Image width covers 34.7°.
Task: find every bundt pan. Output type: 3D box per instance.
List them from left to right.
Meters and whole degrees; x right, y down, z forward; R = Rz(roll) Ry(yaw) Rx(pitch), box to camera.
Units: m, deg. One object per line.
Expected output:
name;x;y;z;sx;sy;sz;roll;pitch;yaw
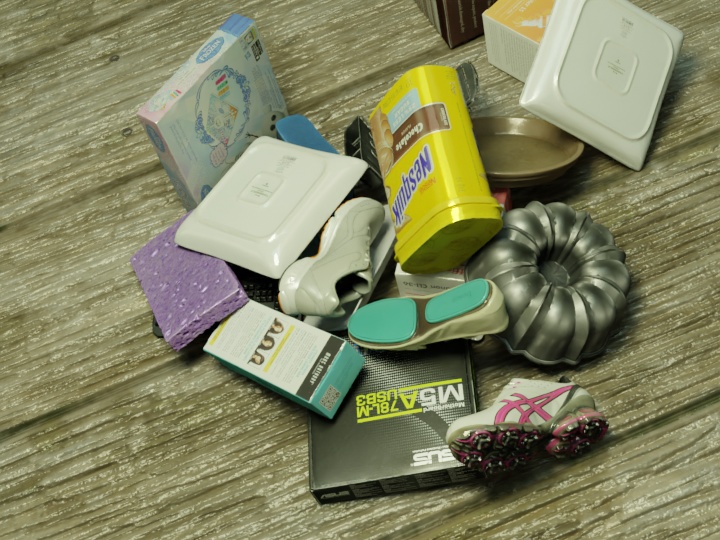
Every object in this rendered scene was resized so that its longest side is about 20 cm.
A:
bundt pan;0.225;0.004;1.335;0.200;0.076;0.203;6;60;-11

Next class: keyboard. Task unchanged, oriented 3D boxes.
keyboard;-0.171;0.029;1.474;0.198;0.040;0.105;-4;56;9

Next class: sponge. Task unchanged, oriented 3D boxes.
sponge;-0.221;0.009;1.463;0.111;0.030;0.200;-37;41;0

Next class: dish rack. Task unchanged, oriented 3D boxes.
dish rack;0.067;-0.202;1.504;0.200;0.055;0.154;-39;25;19

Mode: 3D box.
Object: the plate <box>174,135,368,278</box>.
plate;-0.119;-0.093;1.453;0.199;0.032;0.200;17;59;39

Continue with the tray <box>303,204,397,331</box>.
tray;0.000;0.000;1.442;0.107;0.022;0.201;-11;44;51

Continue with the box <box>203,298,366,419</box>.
box;-0.092;0.099;1.360;0.199;0.049;0.083;21;74;43

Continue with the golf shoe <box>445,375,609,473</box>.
golf shoe;0.169;0.162;1.253;0.199;0.073;0.092;-3;43;-31

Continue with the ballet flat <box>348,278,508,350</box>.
ballet flat;0.079;0.062;1.310;0.199;0.069;0.070;-13;50;33

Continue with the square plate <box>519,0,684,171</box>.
square plate;0.314;-0.256;1.456;0.028;0.199;0.199;2;69;66

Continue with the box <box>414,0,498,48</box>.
box;0.169;-0.464;1.662;0.199;0.165;0.166;-27;54;-7

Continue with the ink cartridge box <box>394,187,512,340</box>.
ink cartridge box;0.114;-0.019;1.424;0.115;0.068;0.201;6;57;16

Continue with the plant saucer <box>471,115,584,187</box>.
plant saucer;0.185;-0.152;1.478;0.198;0.030;0.200;-3;28;1

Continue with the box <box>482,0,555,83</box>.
box;0.283;-0.312;1.571;0.200;0.098;0.124;36;70;31

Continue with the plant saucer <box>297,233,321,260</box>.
plant saucer;-0.105;-0.065;1.526;0.069;0.019;0.200;-16;49;-20

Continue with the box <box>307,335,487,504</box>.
box;0.037;0.159;1.327;0.198;0.048;0.194;-10;52;11

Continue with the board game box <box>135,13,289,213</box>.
board game box;-0.188;-0.201;1.538;0.043;0.201;0.199;24;63;29

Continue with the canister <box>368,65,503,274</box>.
canister;0.082;-0.117;1.340;0.086;0.149;0.201;-1;66;-28

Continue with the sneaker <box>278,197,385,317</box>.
sneaker;-0.010;-0.009;1.385;0.091;0.076;0.200;15;50;29

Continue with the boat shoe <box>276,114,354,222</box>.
boat shoe;-0.054;-0.129;1.543;0.083;0.069;0.201;-14;49;-10
